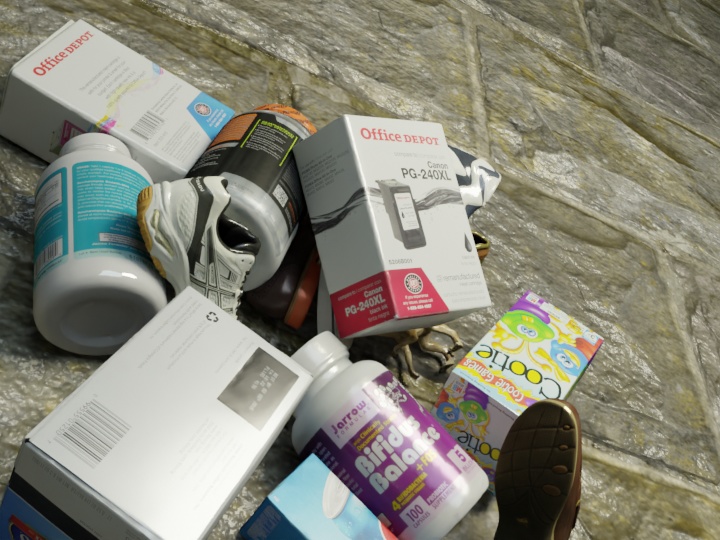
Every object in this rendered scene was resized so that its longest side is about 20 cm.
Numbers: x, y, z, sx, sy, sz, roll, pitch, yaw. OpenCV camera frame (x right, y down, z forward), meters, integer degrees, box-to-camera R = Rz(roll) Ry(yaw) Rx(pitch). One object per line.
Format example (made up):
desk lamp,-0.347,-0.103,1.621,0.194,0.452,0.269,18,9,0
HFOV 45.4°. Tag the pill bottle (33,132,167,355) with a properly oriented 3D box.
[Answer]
pill bottle,-0.237,-0.032,0.778,0.110,0.111,0.201,10,46,-29

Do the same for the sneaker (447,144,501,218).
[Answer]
sneaker,0.059,-0.072,0.968,0.129,0.079,0.200,37,74,-2

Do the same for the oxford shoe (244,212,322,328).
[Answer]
oxford shoe,-0.073,-0.029,0.932,0.072,0.071,0.201,21,40,-8

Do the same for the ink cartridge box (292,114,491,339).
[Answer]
ink cartridge box,0.032,-0.045,0.845,0.145,0.083,0.202,-4,76,-44

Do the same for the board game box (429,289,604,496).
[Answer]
board game box,0.163,0.123,0.910,0.105,0.103,0.200,33,37,16

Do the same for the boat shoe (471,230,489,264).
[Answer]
boat shoe,0.065,-0.039,1.044,0.199,0.068,0.072,10,45,-29

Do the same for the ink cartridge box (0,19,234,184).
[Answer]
ink cartridge box,-0.257,-0.160,0.915,0.199,0.085,0.145,31,38,-7

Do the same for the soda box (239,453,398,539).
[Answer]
soda box,0.000,0.252,0.703,0.200,0.064,0.068,44,39,9

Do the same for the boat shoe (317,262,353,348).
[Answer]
boat shoe,0.000,0.000,0.900,0.069,0.071,0.201,3,63,12

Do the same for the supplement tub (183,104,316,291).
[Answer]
supplement tub,-0.110,-0.081,0.869,0.122,0.123,0.201,30,39,-7

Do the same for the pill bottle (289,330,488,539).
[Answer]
pill bottle,0.010,0.153,0.771,0.200,0.112,0.112,45,39,12

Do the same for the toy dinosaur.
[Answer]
toy dinosaur,0.071,0.060,0.957,0.199,0.058,0.101,-14,58,-44

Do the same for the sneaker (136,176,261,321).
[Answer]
sneaker,-0.124,0.006,0.758,0.087,0.201,0.076,-17,42,-2

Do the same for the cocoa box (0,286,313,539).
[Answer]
cocoa box,-0.152,0.137,0.651,0.133,0.131,0.200,36,38,1

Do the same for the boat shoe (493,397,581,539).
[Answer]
boat shoe,0.166,0.206,0.790,0.072,0.202,0.067,16,20,33
